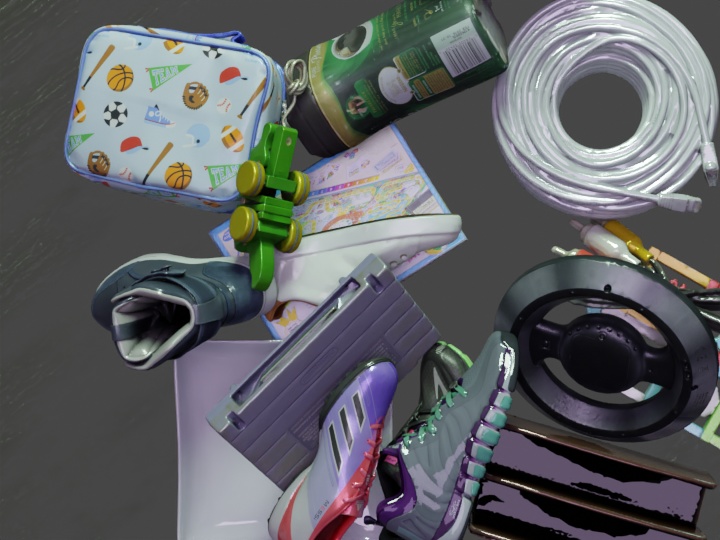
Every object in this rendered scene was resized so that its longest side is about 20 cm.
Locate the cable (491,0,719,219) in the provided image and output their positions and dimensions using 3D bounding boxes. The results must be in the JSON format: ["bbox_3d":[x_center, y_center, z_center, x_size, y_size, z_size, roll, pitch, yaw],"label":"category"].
[{"bbox_3d":[0.217,-0.145,1.405,0.199,0.069,0.201,1,84,7],"label":"cable"}]

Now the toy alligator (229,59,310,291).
[{"bbox_3d":[-0.081,-0.082,1.364,0.059,0.054,0.201,11,85,-36],"label":"toy alligator"}]

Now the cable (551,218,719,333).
[{"bbox_3d":[0.257,0.012,1.369,0.199,0.097,0.051,24,135,32],"label":"cable"}]

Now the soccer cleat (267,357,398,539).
[{"bbox_3d":[-0.010,0.170,1.361,0.073,0.068,0.201,40,110,38],"label":"soccer cleat"}]

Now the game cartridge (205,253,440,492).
[{"bbox_3d":[-0.029,0.091,1.366,0.200,0.130,0.038,-44,53,-5],"label":"game cartridge"}]

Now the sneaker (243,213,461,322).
[{"bbox_3d":[0.000,0.000,1.397,0.199,0.073,0.085,-13,91,16],"label":"sneaker"}]

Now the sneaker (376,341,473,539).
[{"bbox_3d":[0.061,0.163,1.405,0.077,0.084,0.201,6,88,48],"label":"sneaker"}]

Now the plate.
[{"bbox_3d":[-0.069,0.160,1.430,0.198,0.032,0.201,-1,94,-8],"label":"plate"}]

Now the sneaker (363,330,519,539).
[{"bbox_3d":[0.071,0.138,1.347,0.087,0.074,0.201,20,84,-4],"label":"sneaker"}]

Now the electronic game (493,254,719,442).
[{"bbox_3d":[0.212,0.071,1.371,0.199,0.042,0.201,14,130,17],"label":"electronic game"}]

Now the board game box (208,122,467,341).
[{"bbox_3d":[-0.020,-0.031,1.447,0.199,0.034,0.135,-32,86,4],"label":"board game box"}]

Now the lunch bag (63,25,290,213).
[{"bbox_3d":[-0.163,-0.142,1.433,0.199,0.076,0.161,12,87,14],"label":"lunch bag"}]

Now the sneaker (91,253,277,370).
[{"bbox_3d":[-0.193,0.036,1.379,0.202,0.146,0.077,-9,101,35],"label":"sneaker"}]

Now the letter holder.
[{"bbox_3d":[0.201,0.203,1.369,0.199,0.142,0.101,16,91,6],"label":"letter holder"}]

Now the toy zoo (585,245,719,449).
[{"bbox_3d":[0.290,0.068,1.424,0.199,0.020,0.132,30,92,5],"label":"toy zoo"}]

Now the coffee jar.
[{"bbox_3d":[0.027,-0.180,1.395,0.199,0.105,0.085,-25,122,17],"label":"coffee jar"}]
